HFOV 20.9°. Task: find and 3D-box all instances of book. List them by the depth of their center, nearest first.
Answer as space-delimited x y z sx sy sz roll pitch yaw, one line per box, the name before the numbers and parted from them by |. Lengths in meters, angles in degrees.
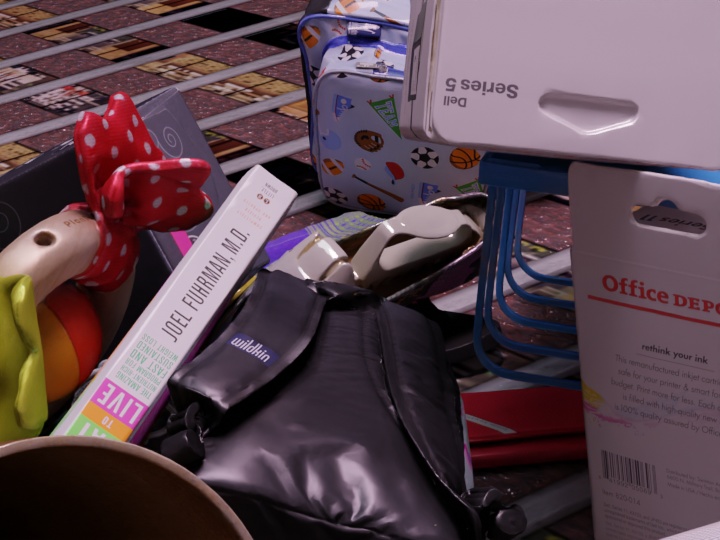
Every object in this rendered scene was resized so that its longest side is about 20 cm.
book | -0.106 0.054 0.940 0.048 0.134 0.200 35 52 -3

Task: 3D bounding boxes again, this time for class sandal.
sandal | 0.003 0.020 1.212 0.075 0.045 0.200 -22 26 -37

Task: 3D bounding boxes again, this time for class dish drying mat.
dish drying mat | 0.127 0.079 1.060 0.200 0.018 0.077 -6 20 4

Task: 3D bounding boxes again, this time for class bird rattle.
bird rattle | -0.159 0.011 0.968 0.113 0.163 0.200 28 47 10

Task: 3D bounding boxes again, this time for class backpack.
backpack | -0.024 0.087 0.914 0.167 0.127 0.200 22 27 -11
backpack | 0.054 -0.130 1.401 0.190 0.200 0.154 3 53 6

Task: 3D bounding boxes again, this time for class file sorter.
file sorter | 0.143 -0.019 1.116 0.139 0.123 0.200 9 18 9

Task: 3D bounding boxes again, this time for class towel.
towel | -0.058 -0.005 1.282 0.200 0.023 0.144 -17 8 -17

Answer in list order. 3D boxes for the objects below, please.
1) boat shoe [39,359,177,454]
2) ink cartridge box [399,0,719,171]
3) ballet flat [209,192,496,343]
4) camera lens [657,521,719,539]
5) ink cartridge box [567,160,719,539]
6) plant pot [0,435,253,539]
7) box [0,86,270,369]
boat shoe | -0.128 0.084 1.059 0.074 0.068 0.199 6 25 31
ink cartridge box | 0.098 -0.096 0.937 0.145 0.084 0.200 5 4 -3
ballet flat | 0.000 0.000 1.126 0.200 0.071 0.069 -25 64 -28
camera lens | 0.140 0.161 0.646 0.200 0.160 0.160 -14 22 -17
ink cartridge box | 0.163 0.041 0.891 0.117 0.200 0.067 13 29 42
plant pot | -0.157 0.149 0.786 0.186 0.187 0.200 -19 11 -29
box | -0.175 -0.003 1.135 0.200 0.122 0.106 -24 10 27
